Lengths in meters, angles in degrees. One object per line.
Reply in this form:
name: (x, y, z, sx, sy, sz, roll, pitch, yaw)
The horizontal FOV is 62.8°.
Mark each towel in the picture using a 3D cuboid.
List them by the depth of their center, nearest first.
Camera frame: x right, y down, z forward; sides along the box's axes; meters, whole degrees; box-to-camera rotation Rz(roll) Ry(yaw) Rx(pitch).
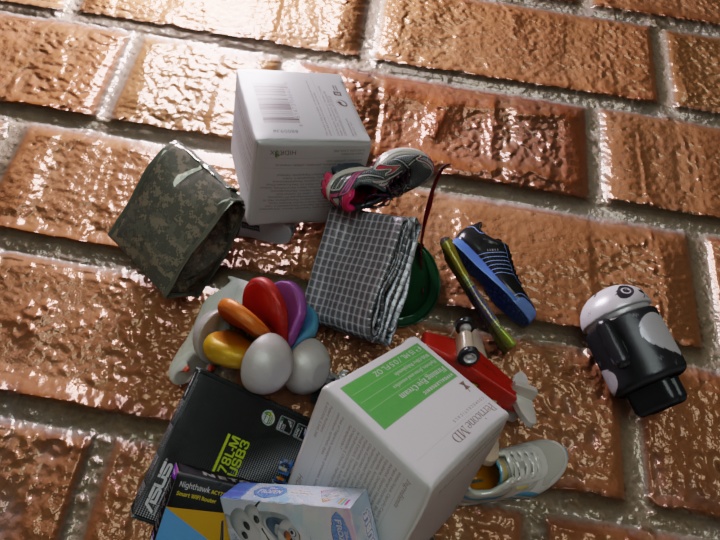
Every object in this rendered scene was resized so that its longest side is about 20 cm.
towel: (0.000, 0.000, 0.931, 0.163, 0.085, 0.206, 10, 81, 44)
towel: (0.186, 0.040, 0.949, 0.022, 0.144, 0.203, -31, 75, 4)

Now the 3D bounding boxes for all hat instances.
hat: (0.067, -0.036, 0.965, 0.160, 0.177, 0.205, -2, 63, -6)

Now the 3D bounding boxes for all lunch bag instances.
lunch bag: (-0.288, -0.085, 0.965, 0.163, 0.117, 0.202, 40, 104, 16)

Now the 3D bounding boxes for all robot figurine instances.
robot figurine: (0.435, 0.122, 0.939, 0.122, 0.151, 0.205, -19, 66, 1)

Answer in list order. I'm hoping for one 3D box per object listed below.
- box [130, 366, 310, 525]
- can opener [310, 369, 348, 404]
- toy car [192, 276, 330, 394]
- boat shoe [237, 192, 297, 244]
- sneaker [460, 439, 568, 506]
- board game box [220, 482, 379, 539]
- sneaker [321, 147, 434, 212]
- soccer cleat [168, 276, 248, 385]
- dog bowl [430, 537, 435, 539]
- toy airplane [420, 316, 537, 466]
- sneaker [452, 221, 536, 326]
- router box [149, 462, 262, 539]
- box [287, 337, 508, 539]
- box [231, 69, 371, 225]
box: (-0.182, 0.265, 0.810, 0.190, 0.047, 0.204, 30, 76, -22)
can opener: (0.020, 0.212, 0.920, 0.195, 0.053, 0.068, 21, 98, 9)
toy car: (-0.135, 0.087, 0.868, 0.172, 0.198, 0.154, 18, 91, 36)
boat shoe: (-0.203, -0.108, 1.048, 0.194, 0.073, 0.067, 13, 44, 10)
sneaker: (0.221, 0.296, 0.866, 0.194, 0.081, 0.078, -13, 63, -11)
board game box: (-0.057, 0.351, 0.679, 0.195, 0.043, 0.206, -10, 97, 34)
sneaker: (0.037, -0.135, 0.938, 0.196, 0.082, 0.075, -21, 40, -23)
soccer cleat: (-0.243, 0.095, 0.950, 0.076, 0.070, 0.201, 27, 60, 21)
dog bowl: (0.015, 0.417, 0.806, 0.193, 0.059, 0.206, 1, 64, -3)
toy airplane: (0.172, 0.179, 0.898, 0.140, 0.198, 0.202, -39, 71, 27)
sneaker: (0.242, -0.001, 1.020, 0.077, 0.071, 0.201, -35, 70, -14)
router box: (-0.168, 0.349, 0.759, 0.196, 0.051, 0.153, 21, 80, -22)
box: (0.043, 0.235, 0.744, 0.170, 0.204, 0.197, 37, 33, 26)
box: (-0.110, -0.208, 1.004, 0.194, 0.174, 0.202, -4, 49, -22)
